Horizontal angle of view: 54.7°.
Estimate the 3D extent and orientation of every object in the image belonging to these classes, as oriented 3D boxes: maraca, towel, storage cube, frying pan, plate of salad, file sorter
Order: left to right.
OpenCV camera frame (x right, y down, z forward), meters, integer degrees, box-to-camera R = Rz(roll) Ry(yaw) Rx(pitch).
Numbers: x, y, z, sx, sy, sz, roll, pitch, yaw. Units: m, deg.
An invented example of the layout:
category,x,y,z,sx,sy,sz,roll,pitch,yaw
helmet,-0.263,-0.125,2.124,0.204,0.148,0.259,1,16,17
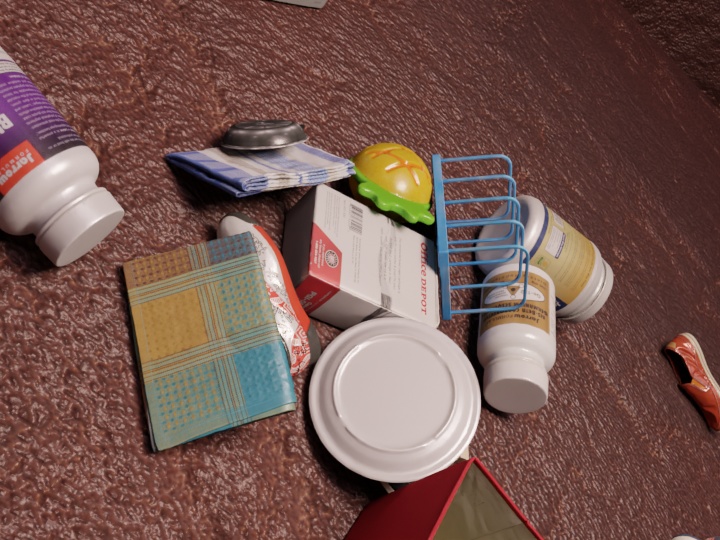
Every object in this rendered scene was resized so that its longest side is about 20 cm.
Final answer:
category,x,y,z,sx,sy,sz,roll,pitch,yaw
towel,-0.156,0.066,0.709,0.144,0.022,0.203,-14,68,-11
towel,-0.119,-0.135,0.868,0.146,0.024,0.199,26,29,34
frying pan,-0.101,-0.185,0.920,0.189,0.114,0.031,-27,122,-47
maraca,0.044,-0.117,0.983,0.135,0.108,0.201,19,23,-11
plate of salad,0.039,0.147,0.803,0.196,0.048,0.203,0,56,0
storage cube,0.073,0.324,0.675,0.172,0.179,0.200,50,40,-3
file sorter,0.168,-0.054,1.006,0.120,0.140,0.202,-4,47,6

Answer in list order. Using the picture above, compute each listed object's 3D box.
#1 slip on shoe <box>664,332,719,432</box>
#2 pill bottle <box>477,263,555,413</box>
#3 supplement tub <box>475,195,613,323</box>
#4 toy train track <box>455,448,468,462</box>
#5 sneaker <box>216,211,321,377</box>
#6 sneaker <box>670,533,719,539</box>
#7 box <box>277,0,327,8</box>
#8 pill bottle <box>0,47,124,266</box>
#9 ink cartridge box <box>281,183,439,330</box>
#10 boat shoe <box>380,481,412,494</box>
category,x,y,z,sx,sy,sz,roll,pitch,yaw
slip on shoe,0.665,0.226,1.382,0.060,0.074,0.203,-21,82,-12
pill bottle,0.229,0.099,1.021,0.114,0.114,0.202,33,45,-21
supplement tub,0.302,-0.014,1.142,0.199,0.144,0.146,32,45,-21
toy train track,0.066,0.201,0.863,0.198,0.032,0.116,25,49,-28
sneaker,-0.129,0.032,0.773,0.107,0.067,0.203,-24,83,-51
sneaker,0.551,0.454,1.110,0.200,0.074,0.085,44,42,-25
box,-0.109,-0.558,1.093,0.198,0.199,0.173,-11,70,-46
pill bottle,-0.321,-0.106,0.657,0.200,0.111,0.111,49,41,-4
ink cartridge box,0.000,0.000,0.901,0.198,0.083,0.149,25,49,-28
boat shoe,0.087,0.259,0.800,0.200,0.062,0.075,47,16,0
